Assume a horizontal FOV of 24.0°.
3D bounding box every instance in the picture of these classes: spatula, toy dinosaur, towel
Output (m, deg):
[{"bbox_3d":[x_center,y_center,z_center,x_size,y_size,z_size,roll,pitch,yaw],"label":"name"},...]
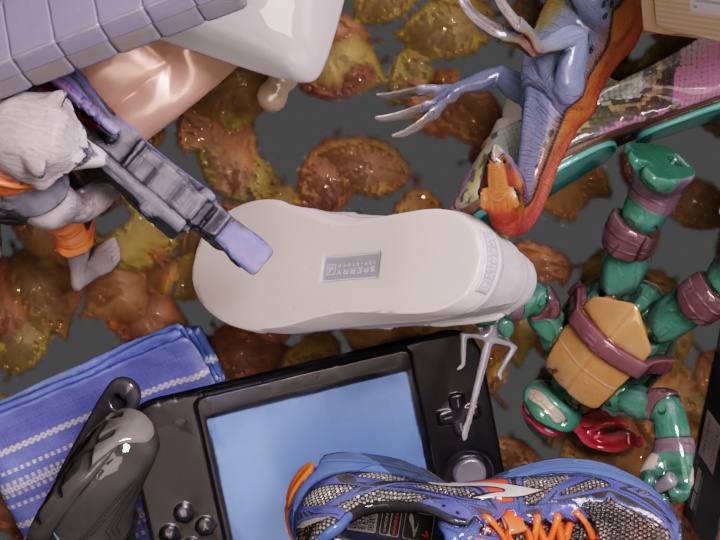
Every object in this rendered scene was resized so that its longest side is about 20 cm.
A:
[{"bbox_3d":[-0.169,0.133,0.925,0.056,0.021,0.200,34,112,2],"label":"spatula"},{"bbox_3d":[0.105,-0.108,0.823,0.199,0.105,0.183,-3,79,0],"label":"toy dinosaur"},{"bbox_3d":[-0.118,0.142,0.948,0.144,0.024,0.201,-22,100,6],"label":"towel"}]

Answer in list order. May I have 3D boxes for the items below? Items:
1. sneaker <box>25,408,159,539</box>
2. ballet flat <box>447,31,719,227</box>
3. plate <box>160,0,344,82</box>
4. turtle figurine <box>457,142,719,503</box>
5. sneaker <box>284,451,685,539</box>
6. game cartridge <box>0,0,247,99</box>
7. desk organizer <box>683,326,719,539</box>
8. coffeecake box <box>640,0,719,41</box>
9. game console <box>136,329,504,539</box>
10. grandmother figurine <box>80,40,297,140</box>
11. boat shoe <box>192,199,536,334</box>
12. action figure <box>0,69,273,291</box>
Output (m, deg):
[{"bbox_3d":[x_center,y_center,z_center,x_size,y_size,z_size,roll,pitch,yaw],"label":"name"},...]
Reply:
[{"bbox_3d":[-0.141,0.154,0.881,0.079,0.075,0.200,31,121,-3],"label":"sneaker"},{"bbox_3d":[0.128,-0.087,0.883,0.199,0.069,0.071,-24,82,1],"label":"ballet flat"},{"bbox_3d":[-0.087,-0.214,0.837,0.199,0.032,0.201,17,90,9],"label":"plate"},{"bbox_3d":[0.126,0.039,0.881,0.149,0.101,0.200,32,118,-1],"label":"turtle figurine"},{"bbox_3d":[0.060,0.135,0.828,0.199,0.078,0.076,0,102,2],"label":"sneaker"},{"bbox_3d":[-0.133,-0.183,0.773,0.129,0.038,0.201,-17,61,4],"label":"game cartridge"},{"bbox_3d":[0.234,0.053,0.901,0.077,0.072,0.201,8,101,-3],"label":"desk organizer"},{"bbox_3d":[0.216,-0.202,0.756,0.199,0.073,0.154,-20,112,-27],"label":"coffeecake box"},{"bbox_3d":[-0.008,0.143,0.884,0.199,0.116,0.177,-12,101,-7],"label":"game console"},{"bbox_3d":[-0.067,-0.143,0.875,0.200,0.061,0.122,-34,112,4],"label":"grandmother figurine"},{"bbox_3d":[0.000,0.000,0.871,0.199,0.068,0.072,-8,71,39],"label":"boat shoe"},{"bbox_3d":[-0.150,-0.031,0.827,0.200,0.194,0.105,38,70,1],"label":"action figure"}]
